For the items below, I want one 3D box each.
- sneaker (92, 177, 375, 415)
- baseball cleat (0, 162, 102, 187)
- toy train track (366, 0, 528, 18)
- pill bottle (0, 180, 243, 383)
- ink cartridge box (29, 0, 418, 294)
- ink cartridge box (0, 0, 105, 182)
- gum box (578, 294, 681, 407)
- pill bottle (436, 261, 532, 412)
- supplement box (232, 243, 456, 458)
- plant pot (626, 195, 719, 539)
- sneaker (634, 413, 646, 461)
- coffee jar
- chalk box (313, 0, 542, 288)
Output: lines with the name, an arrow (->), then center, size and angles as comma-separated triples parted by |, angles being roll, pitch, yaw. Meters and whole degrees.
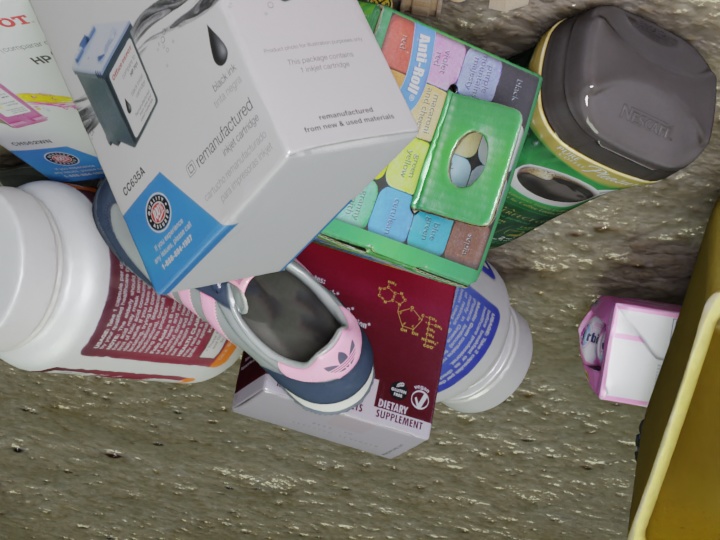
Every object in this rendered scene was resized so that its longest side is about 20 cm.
sneaker -> -0.072, -0.003, 1.349 | 0.200, 0.070, 0.082 | 36, 166, 14
baseball cleat -> -0.227, -0.026, 1.598 | 0.070, 0.107, 0.200 | 34, 145, -19
toy train track -> -0.008, -0.161, 1.289 | 0.200, 0.033, 0.115 | 11, 157, 2
pill bottle -> -0.165, 0.006, 1.458 | 0.114, 0.114, 0.200 | -9, 169, 38
ink cartridge box -> -0.075, -0.111, 1.175 | 0.086, 0.200, 0.146 | -13, 160, -38
ink cartridge box -> -0.173, -0.133, 1.356 | 0.144, 0.085, 0.200 | -5, 152, 34
gum box -> 0.246, 0.063, 1.603 | 0.200, 0.066, 0.114 | 10, -178, 0
pill bottle -> 0.029, 0.021, 1.591 | 0.112, 0.112, 0.200 | -7, 151, 34
supplement box -> 0.000, 0.000, 1.441 | 0.109, 0.200, 0.061 | 17, 158, -17
plant pot -> 0.271, 0.051, 1.422 | 0.194, 0.200, 0.196 | 11, 125, -3
sneaker -> 0.280, 0.132, 1.629 | 0.085, 0.077, 0.200 | -3, -164, -35
coffee jar -> 0.105, -0.080, 1.361 | 0.104, 0.085, 0.200 | 22, 155, -29
chalk box -> 0.003, -0.072, 1.281 | 0.124, 0.125, 0.200 | 19, 178, -39
